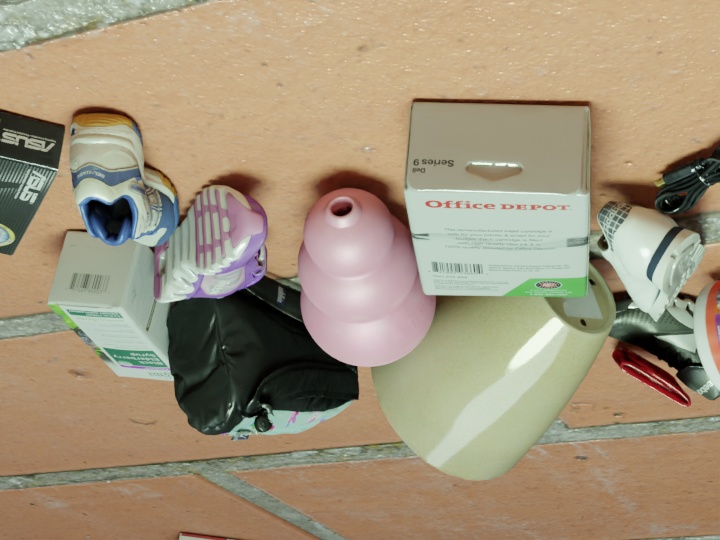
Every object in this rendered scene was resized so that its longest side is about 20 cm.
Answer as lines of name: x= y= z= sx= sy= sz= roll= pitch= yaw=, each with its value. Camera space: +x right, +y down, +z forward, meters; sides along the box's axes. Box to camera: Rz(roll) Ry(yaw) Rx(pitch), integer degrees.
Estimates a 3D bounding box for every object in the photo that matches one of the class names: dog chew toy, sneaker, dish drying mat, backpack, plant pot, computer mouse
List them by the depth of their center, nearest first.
computer mouse: x=0.344 y=-0.049 z=1.354 sx=0.200 sy=0.044 sz=0.110 roll=18 pitch=152 yaw=-27
sneaker: x=-0.210 y=-0.054 z=1.396 sx=0.075 sy=0.088 sz=0.200 roll=-2 pitch=157 yaw=11
sneaker: x=0.252 y=-0.013 z=1.435 sx=0.080 sy=0.076 sz=0.200 roll=30 pitch=171 yaw=17
dog chew toy: x=0.000 y=0.000 z=1.447 sx=0.124 sy=0.125 sz=0.200 roll=0 pitch=148 yaw=10
sneaker: x=-0.119 y=-0.020 z=1.479 sx=0.088 sy=0.081 sz=0.200 roll=8 pitch=162 yaw=-24
plant pot: x=0.142 y=0.070 z=1.527 sx=0.187 sy=0.187 sz=0.200 roll=19 pitch=139 yaw=-28
sneaker: x=0.326 y=0.079 z=1.585 sx=0.200 sy=0.091 sz=0.066 roll=10 pitch=155 yaw=-11
dish drying mat: x=0.287 y=0.103 z=1.614 sx=0.077 sy=0.018 sz=0.200 roll=31 pitch=-176 yaw=5
backpack: x=-0.097 y=0.094 z=1.639 sx=0.127 sy=0.167 sz=0.200 roll=-21 pitch=161 yaw=36

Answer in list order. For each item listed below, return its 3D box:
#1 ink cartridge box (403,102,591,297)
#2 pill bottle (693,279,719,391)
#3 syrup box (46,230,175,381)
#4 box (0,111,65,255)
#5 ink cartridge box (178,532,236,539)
ink cartridge box: x=0.117 y=-0.054 z=1.335 sx=0.146 sy=0.084 sz=0.200 roll=2 pitch=156 yaw=7
pill bottle: x=0.413 y=0.045 z=1.467 sx=0.200 sy=0.111 sz=0.111 roll=-15 pitch=149 yaw=37
syrup box: x=-0.229 y=0.039 z=1.611 sx=0.079 sy=0.081 sz=0.200 roll=5 pitch=156 yaw=16
box: x=-0.357 y=-0.083 z=1.410 sx=0.160 sy=0.044 sz=0.200 roll=14 pitch=155 yaw=-19
ink cartridge box: x=-0.237 y=0.496 z=2.636 sx=0.147 sy=0.083 sz=0.200 roll=9 pitch=155 yaw=-9
